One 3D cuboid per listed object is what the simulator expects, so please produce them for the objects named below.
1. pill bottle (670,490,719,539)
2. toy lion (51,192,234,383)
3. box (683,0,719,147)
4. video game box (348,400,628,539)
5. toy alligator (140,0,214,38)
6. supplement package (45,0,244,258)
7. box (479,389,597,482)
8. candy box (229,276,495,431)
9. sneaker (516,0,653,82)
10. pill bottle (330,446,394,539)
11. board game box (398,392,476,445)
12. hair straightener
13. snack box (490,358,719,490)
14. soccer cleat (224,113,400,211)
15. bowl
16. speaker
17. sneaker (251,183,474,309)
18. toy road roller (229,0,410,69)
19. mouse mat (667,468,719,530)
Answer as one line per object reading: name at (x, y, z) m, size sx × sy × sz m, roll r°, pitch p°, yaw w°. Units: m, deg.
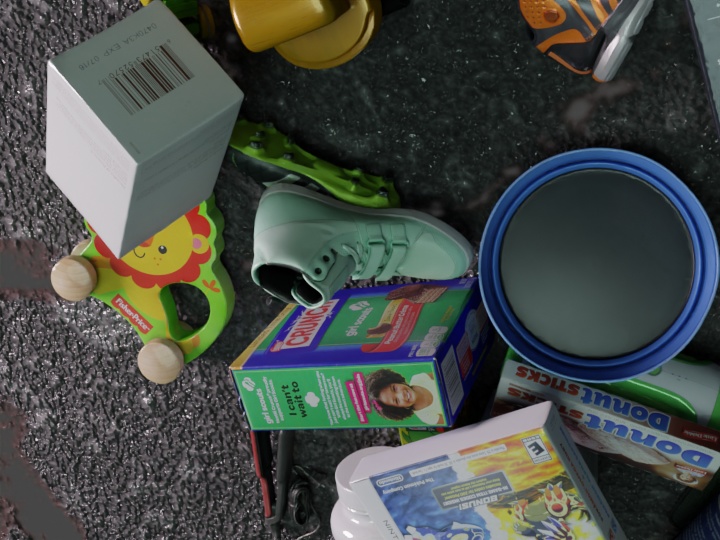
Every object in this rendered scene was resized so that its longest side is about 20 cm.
pill bottle at (0.352, 0.279, 1.046) m, size 0.111 × 0.111 × 0.200 m, roll 32°, pitch 123°, yaw 1°
toy lion at (-0.206, -0.010, 1.137) m, size 0.192 × 0.069 × 0.200 m, roll -40°, pitch 99°, yaw 25°
box at (0.313, -0.152, 0.811) m, size 0.107 × 0.148 × 0.200 m, roll -11°, pitch 113°, yaw 25°
video game box at (0.117, 0.223, 0.969) m, size 0.200 × 0.047 × 0.182 m, roll -23°, pitch 108°, yaw 30°
toy alligator at (-0.169, -0.219, 1.013) m, size 0.054 × 0.059 × 0.200 m, roll 47°, pitch 147°, yaw 47°
supplement package at (-0.196, -0.118, 0.975) m, size 0.117 × 0.117 × 0.200 m, roll 48°, pitch 153°, yaw 6°
box at (0.167, 0.241, 1.076) m, size 0.106 × 0.152 × 0.200 m, roll 4°, pitch 117°, yaw 20°
candy box at (0.006, 0.077, 1.036) m, size 0.200 × 0.169 × 0.077 m, roll -7°, pitch 111°, yaw 23°
sneaker at (0.183, -0.247, 0.849) m, size 0.112 × 0.078 × 0.200 m, roll 26°, pitch 123°, yaw 4°
pill bottle at (0.029, 0.292, 1.179) m, size 0.111 × 0.111 × 0.200 m, roll 0°, pitch 117°, yaw 20°
board game box at (0.086, 0.193, 1.110) m, size 0.048 × 0.102 × 0.200 m, roll -2°, pitch 116°, yaw 20°
hair straightener at (-0.078, 0.242, 1.233) m, size 0.077 × 0.041 × 0.200 m, roll 9°, pitch 120°, yaw 16°
snack box at (0.217, 0.136, 0.980) m, size 0.200 × 0.024 × 0.072 m, roll 19°, pitch 145°, yaw 10°
soccer cleat at (-0.061, -0.080, 1.038) m, size 0.200 × 0.068 × 0.081 m, roll 24°, pitch 124°, yaw 3°
bowl at (0.203, -0.005, 0.953) m, size 0.200 × 0.039 × 0.201 m, roll 1°, pitch 93°, yaw 11°
speaker at (0.234, 0.097, 1.014) m, size 0.200 × 0.088 × 0.088 m, roll 19°, pitch 122°, yaw 9°
sneaker at (0.000, 0.000, 0.976) m, size 0.200 × 0.118 × 0.074 m, roll 13°, pitch 137°, yaw -5°
toy road roller at (-0.053, -0.259, 0.887) m, size 0.123 × 0.146 × 0.200 m, roll -16°, pitch 111°, yaw 26°
mouse mat at (0.410, 0.213, 1.059) m, size 0.161 × 0.008 × 0.200 m, roll 27°, pitch 122°, yaw 5°
